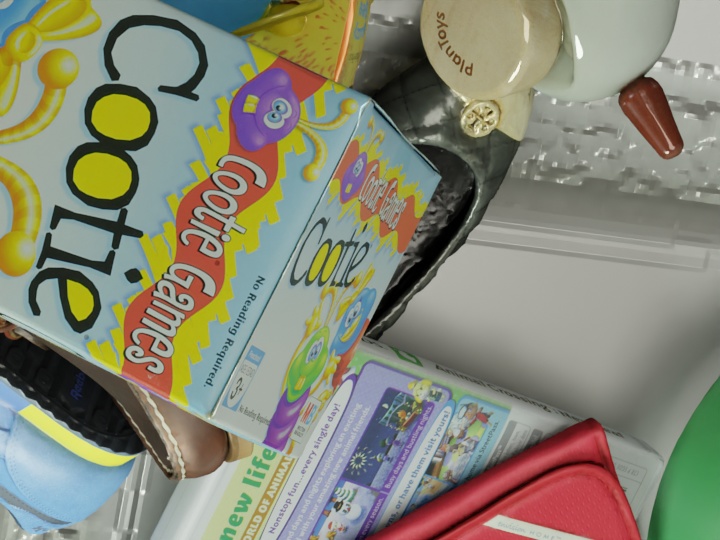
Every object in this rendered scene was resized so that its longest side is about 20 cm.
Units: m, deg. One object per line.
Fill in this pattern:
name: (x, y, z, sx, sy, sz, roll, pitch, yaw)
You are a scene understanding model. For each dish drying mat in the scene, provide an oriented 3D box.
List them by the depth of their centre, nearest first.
dish drying mat: (0.013, 0.131, 1.004, 0.200, 0.018, 0.077, -28, 122, -13)

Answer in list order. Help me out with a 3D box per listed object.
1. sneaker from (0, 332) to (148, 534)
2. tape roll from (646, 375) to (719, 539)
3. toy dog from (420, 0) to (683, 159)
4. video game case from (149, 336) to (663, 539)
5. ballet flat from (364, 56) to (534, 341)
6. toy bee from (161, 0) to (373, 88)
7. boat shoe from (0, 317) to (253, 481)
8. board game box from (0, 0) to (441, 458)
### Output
sneaker: (-0.167, 0.021, 0.961, 0.200, 0.066, 0.078, 41, 122, -14)
tape roll: (0.207, 0.101, 1.083, 0.200, 0.048, 0.201, -12, 114, -27)
toy dog: (0.104, -0.116, 0.920, 0.132, 0.200, 0.096, -34, 70, -31)
video game case: (-0.002, 0.128, 1.020, 0.182, 0.022, 0.200, 21, 101, -32)
ballet flat: (0.000, 0.000, 1.006, 0.066, 0.057, 0.200, 35, 96, -24)
toy bee: (-0.018, -0.105, 0.928, 0.108, 0.131, 0.201, 1, 117, 10)
boat shoe: (-0.109, -0.012, 0.939, 0.070, 0.070, 0.200, -27, 82, -20)
board game box: (-0.094, -0.035, 0.840, 0.200, 0.105, 0.103, 26, 86, 17)
